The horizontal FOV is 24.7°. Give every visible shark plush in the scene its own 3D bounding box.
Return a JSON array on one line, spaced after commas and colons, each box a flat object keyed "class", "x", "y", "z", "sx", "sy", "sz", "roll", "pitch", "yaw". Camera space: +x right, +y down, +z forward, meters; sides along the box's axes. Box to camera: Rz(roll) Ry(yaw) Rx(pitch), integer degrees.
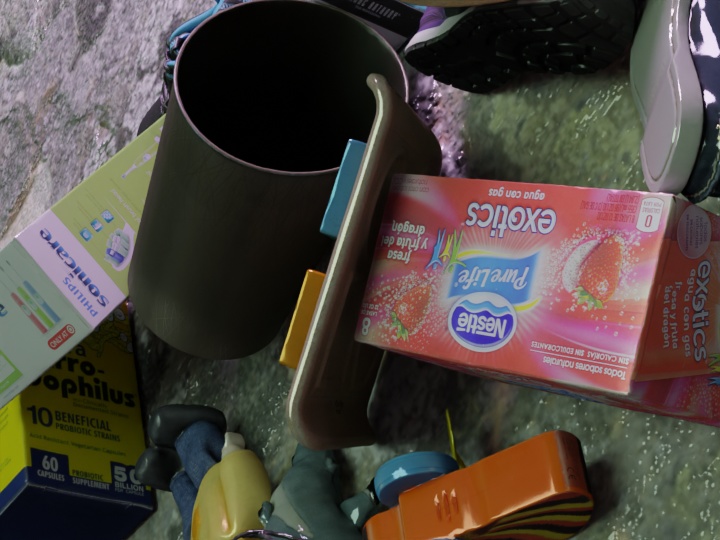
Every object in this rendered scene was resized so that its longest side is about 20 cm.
[{"class": "shark plush", "x": -0.011, "y": 0.157, "z": 1.006, "sx": 0.083, "sy": 0.091, "sz": 0.201, "roll": -30, "pitch": 29, "yaw": 20}]

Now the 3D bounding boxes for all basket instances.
[{"class": "basket", "x": -0.073, "y": -0.048, "z": 1.055, "sx": 0.135, "sy": 0.180, "sz": 0.201, "roll": 36, "pitch": 132, "yaw": 9}]

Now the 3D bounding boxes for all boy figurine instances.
[{"class": "boy figurine", "x": -0.094, "y": 0.173, "z": 1.069, "sx": 0.125, "sy": 0.064, "sz": 0.200, "roll": -68, "pitch": 27, "yaw": 23}]

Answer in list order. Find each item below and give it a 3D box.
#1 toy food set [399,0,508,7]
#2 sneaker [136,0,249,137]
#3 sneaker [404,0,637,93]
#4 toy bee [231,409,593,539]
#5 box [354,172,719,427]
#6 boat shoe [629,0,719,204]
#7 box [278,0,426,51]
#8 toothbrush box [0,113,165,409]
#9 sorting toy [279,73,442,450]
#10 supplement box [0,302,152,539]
[{"class": "toy food set", "x": 0.085, "y": -0.200, "z": 0.906, "sx": 0.198, "sy": 0.049, "sz": 0.198, "roll": -4, "pitch": 28, "yaw": 24}, {"class": "sneaker", "x": -0.122, "y": -0.151, "z": 1.238, "sx": 0.200, "sy": 0.081, "sz": 0.074, "roll": -40, "pitch": 48, "yaw": 40}, {"class": "sneaker", "x": 0.093, "y": -0.163, "z": 0.940, "sx": 0.199, "sy": 0.075, "sz": 0.088, "roll": 2, "pitch": 69, "yaw": 63}, {"class": "toy bee", "x": 0.040, "y": 0.141, "z": 0.896, "sx": 0.198, "sy": 0.109, "sz": 0.132, "roll": 0, "pitch": 66, "yaw": 28}, {"class": "box", "x": 0.103, "y": 0.013, "z": 0.835, "sx": 0.199, "sy": 0.102, "sz": 0.096, "roll": 9, "pitch": 83, "yaw": 50}, {"class": "boat shoe", "x": 0.174, "y": -0.103, "z": 0.814, "sx": 0.201, "sy": 0.061, "sz": 0.075, "roll": -82, "pitch": 7, "yaw": -55}, {"class": "box", "x": -0.047, "y": -0.142, "z": 1.129, "sx": 0.200, "sy": 0.082, "sz": 0.050, "roll": -43, "pitch": 44, "yaw": 35}, {"class": "toothbrush box", "x": -0.200, "y": -0.008, "z": 1.193, "sx": 0.145, "sy": 0.086, "sz": 0.200, "roll": -36, "pitch": 7, "yaw": 40}, {"class": "sorting toy", "x": 0.000, "y": 0.000, "z": 0.946, "sx": 0.036, "sy": 0.185, "sz": 0.202, "roll": 12, "pitch": 88, "yaw": 12}, {"class": "supplement box", "x": -0.241, "y": 0.114, "z": 1.268, "sx": 0.110, "sy": 0.108, "sz": 0.202, "roll": -44, "pitch": 44, "yaw": 35}]
